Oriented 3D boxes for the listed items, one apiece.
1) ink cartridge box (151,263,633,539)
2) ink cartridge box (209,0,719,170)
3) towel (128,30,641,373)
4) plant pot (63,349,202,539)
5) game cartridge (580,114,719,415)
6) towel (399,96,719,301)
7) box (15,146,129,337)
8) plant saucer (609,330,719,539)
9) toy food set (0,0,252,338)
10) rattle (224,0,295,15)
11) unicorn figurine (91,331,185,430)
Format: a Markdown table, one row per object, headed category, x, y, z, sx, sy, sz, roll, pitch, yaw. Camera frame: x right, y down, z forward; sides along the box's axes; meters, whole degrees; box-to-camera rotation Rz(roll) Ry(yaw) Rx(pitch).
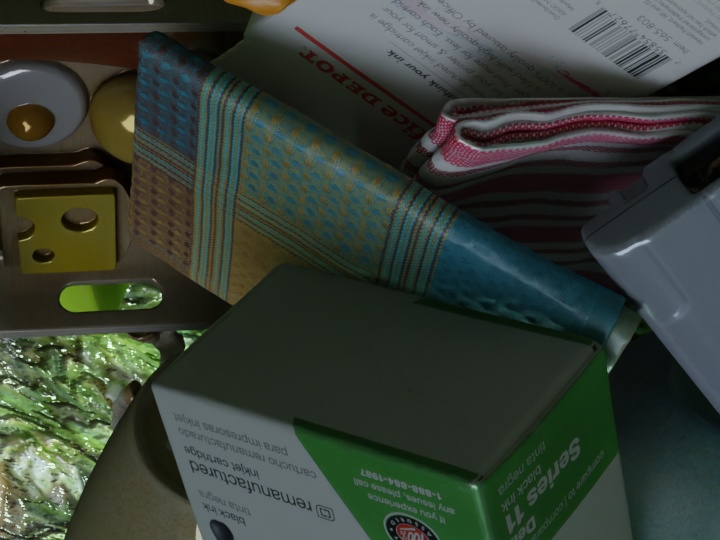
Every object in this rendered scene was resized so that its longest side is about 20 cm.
| category | x | y | z | sx | sy | sz | roll | pitch | yaw |
| --- | --- | --- | --- | --- | --- | --- | --- | --- | --- |
| ink cartridge box | 0.023 | 0.112 | 0.664 | 0.146 | 0.083 | 0.200 | 12 | 131 | 36 |
| ink cartridge box | 0.042 | -0.101 | 0.646 | 0.115 | 0.068 | 0.200 | 33 | 142 | -25 |
| towel | 0.000 | 0.000 | 0.674 | 0.200 | 0.022 | 0.147 | 32 | 151 | 8 |
| plant pot | -0.057 | 0.130 | 0.822 | 0.187 | 0.188 | 0.200 | 16 | 139 | 6 |
| game cartridge | 0.190 | -0.027 | 0.619 | 0.200 | 0.042 | 0.133 | -36 | 122 | 11 |
| towel | 0.076 | -0.017 | 0.698 | 0.146 | 0.030 | 0.200 | -2 | 161 | -14 |
| box | -0.185 | -0.051 | 0.845 | 0.122 | 0.048 | 0.200 | 8 | 143 | 12 |
| plant saucer | 0.173 | 0.055 | 0.702 | 0.201 | 0.201 | 0.039 | 6 | 120 | 19 |
| toy food set | -0.107 | -0.039 | 0.761 | 0.143 | 0.061 | 0.200 | -3 | 141 | -9 |
| rattle | -0.034 | -0.197 | 0.497 | 0.130 | 0.143 | 0.200 | 20 | 145 | -5 |
| unicorn figurine | -0.074 | 0.065 | 0.918 | 0.200 | 0.074 | 0.137 | 2 | 152 | 14 |
